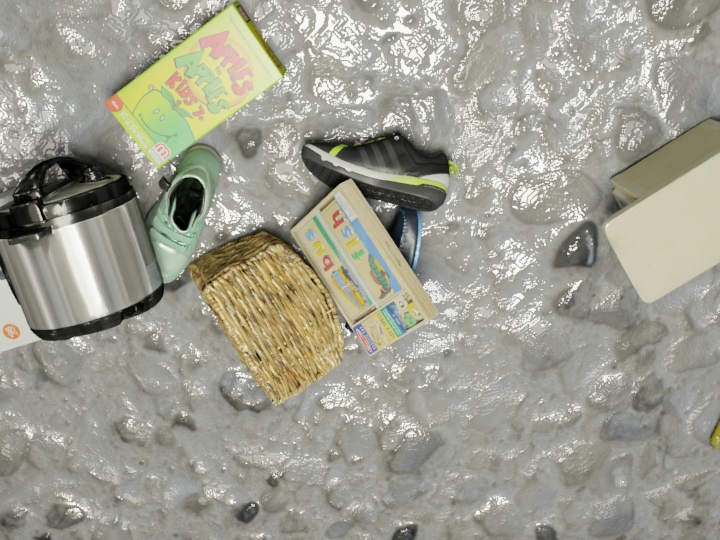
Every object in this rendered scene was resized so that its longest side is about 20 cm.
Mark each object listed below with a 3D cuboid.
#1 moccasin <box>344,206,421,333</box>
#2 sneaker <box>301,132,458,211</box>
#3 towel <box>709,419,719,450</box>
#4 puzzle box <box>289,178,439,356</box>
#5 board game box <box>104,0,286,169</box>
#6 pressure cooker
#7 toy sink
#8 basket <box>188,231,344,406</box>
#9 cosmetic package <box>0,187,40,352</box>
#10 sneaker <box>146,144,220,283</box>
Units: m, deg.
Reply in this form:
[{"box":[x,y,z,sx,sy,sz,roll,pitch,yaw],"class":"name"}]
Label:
[{"box":[0.028,0.010,1.019,0.067,0.081,0.202,11,112,-12],"class":"moccasin"},{"box":[0.025,-0.137,0.978,0.198,0.072,0.084,17,76,0],"class":"sneaker"},{"box":[0.614,0.194,1.133,0.142,0.023,0.202,10,112,-4],"class":"towel"},{"box":[0.000,0.000,0.974,0.201,0.025,0.133,56,138,3],"class":"puzzle box"},{"box":[-0.201,-0.225,0.937,0.199,0.048,0.102,-32,109,13],"class":"board game box"},{"box":[-0.343,-0.037,0.930,0.178,0.175,0.202,-25,111,-31],"class":"pressure cooker"},{"box":[0.399,-0.076,0.968,0.199,0.112,0.131,-34,110,8],"class":"toy sink"},{"box":[-0.120,0.050,1.035,0.142,0.149,0.201,-33,110,-12],"class":"basket"},{"box":[-0.469,0.000,1.033,0.149,0.052,0.202,-16,112,9],"class":"cosmetic package"},{"box":[-0.240,-0.054,0.972,0.073,0.118,0.202,22,113,-11],"class":"sneaker"}]
